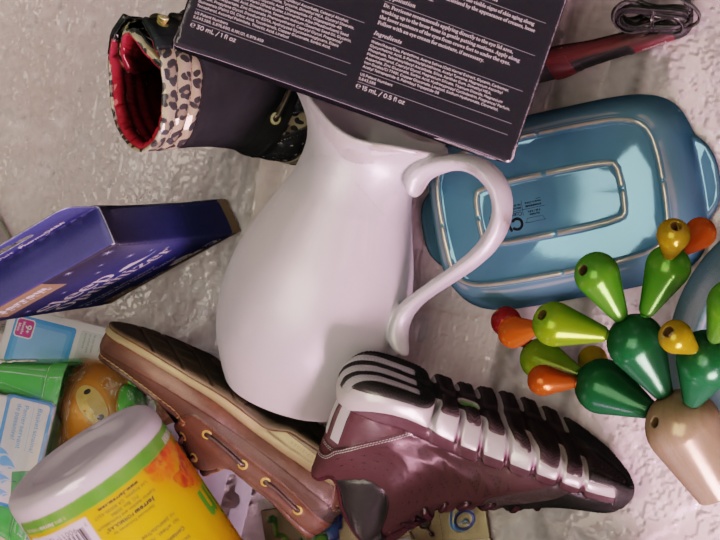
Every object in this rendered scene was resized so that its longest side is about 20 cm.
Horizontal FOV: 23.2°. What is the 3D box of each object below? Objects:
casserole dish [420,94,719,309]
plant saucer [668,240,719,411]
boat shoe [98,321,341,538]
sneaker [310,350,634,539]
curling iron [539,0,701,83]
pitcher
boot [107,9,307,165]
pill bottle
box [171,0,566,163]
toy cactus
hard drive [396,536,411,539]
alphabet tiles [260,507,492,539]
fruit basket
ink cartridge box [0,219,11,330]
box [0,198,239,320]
[{"bbox_3d":[0.124,-0.042,1.103,0.200,0.039,0.121,-11,87,25],"label":"casserole dish"},{"bbox_3d":[0.277,0.057,1.043,0.200,0.027,0.200,1,92,25],"label":"plant saucer"},{"bbox_3d":[-0.093,0.105,1.159,0.200,0.072,0.068,33,98,2],"label":"boat shoe"},{"bbox_3d":[0.061,0.133,1.094,0.200,0.076,0.116,22,111,-9],"label":"sneaker"},{"bbox_3d":[0.117,-0.139,1.105,0.200,0.026,0.050,-17,122,28],"label":"curling iron"},{"bbox_3d":[0.000,0.000,1.106,0.171,0.121,0.200,28,107,32],"label":"pitcher"},{"bbox_3d":[-0.084,-0.168,1.124,0.073,0.154,0.204,4,96,43],"label":"boot"},{"bbox_3d":[-0.128,0.197,1.134,0.111,0.111,0.200,-27,103,23],"label":"pill bottle"},{"bbox_3d":[0.010,-0.159,0.994,0.200,0.079,0.141,19,94,-8],"label":"box"},{"bbox_3d":[0.175,0.058,1.040,0.200,0.102,0.165,-24,100,45],"label":"toy cactus"},{"bbox_3d":[0.014,0.287,1.140,0.132,0.026,0.200,-29,75,39],"label":"hard drive"},{"bbox_3d":[0.016,0.219,1.179,0.166,0.006,0.200,-10,88,24],"label":"alphabet tiles"},{"bbox_3d":[-0.173,0.135,1.213,0.200,0.094,0.185,13,89,14],"label":"fruit basket"},{"bbox_3d":[-0.343,-0.026,1.309,0.145,0.048,0.200,-34,78,22],"label":"ink cartridge box"},{"bbox_3d":[-0.177,-0.007,1.151,0.121,0.200,0.032,-27,81,23],"label":"box"}]
